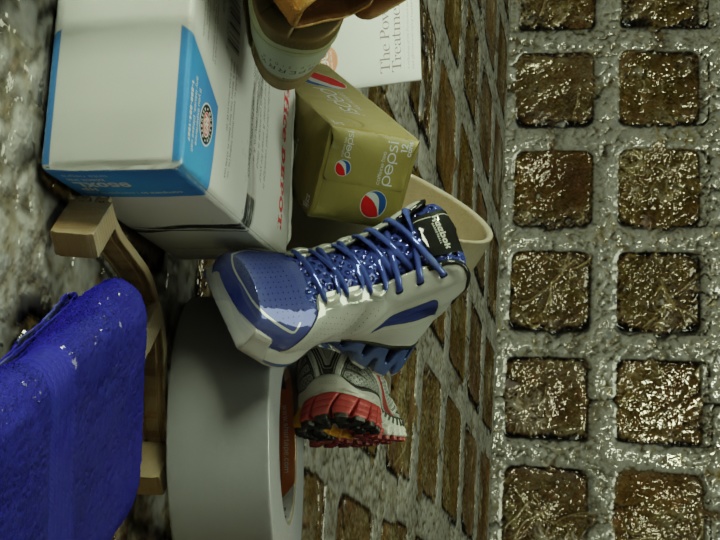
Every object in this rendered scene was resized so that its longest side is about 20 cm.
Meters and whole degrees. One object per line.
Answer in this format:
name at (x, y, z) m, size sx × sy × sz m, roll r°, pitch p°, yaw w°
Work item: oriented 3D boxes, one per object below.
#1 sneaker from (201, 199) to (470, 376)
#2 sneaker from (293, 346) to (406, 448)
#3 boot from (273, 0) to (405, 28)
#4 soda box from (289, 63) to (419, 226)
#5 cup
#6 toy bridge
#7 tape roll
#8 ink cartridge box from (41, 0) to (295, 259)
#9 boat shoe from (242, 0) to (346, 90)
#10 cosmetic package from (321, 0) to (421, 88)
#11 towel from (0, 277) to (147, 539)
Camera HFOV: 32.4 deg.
sneaker at (0.000, 0.000, 0.781) m, size 0.198 × 0.115 × 0.081 m, roll 11°, pitch 41°, yaw -54°
sneaker at (-0.006, 0.088, 0.924) m, size 0.200 × 0.077 × 0.083 m, roll 78°, pitch 9°, yaw -75°
boot at (0.002, -0.218, 0.681) m, size 0.200 × 0.145 × 0.071 m, roll -35°, pitch 172°, yaw -26°
soda box at (-0.029, -0.097, 0.882) m, size 0.200 × 0.067 × 0.065 m, roll -131°, pitch -128°, yaw -60°
cup at (-0.012, -0.005, 0.998) m, size 0.145 × 0.198 × 0.200 m, roll -66°, pitch 173°, yaw 15°
toy bridge at (-0.137, 0.042, 0.730) m, size 0.068 × 0.027 × 0.202 m, roll -74°, pitch 161°, yaw -52°
tape roll at (-0.080, 0.118, 0.836) m, size 0.200 × 0.065 × 0.204 m, roll -2°, pitch 90°, yaw -86°
ink cartridge box at (-0.104, -0.099, 0.739) m, size 0.200 × 0.083 × 0.147 m, roll 47°, pitch 44°, yaw -71°
boat shoe at (-0.040, -0.196, 0.729) m, size 0.067 × 0.073 × 0.202 m, roll 117°, pitch -17°, yaw -57°
cosmetic package at (-0.022, -0.249, 1.007) m, size 0.149 × 0.051 × 0.203 m, roll -13°, pitch 108°, yaw -35°
towel at (-0.159, 0.099, 0.593) m, size 0.200 × 0.049 × 0.150 m, roll -57°, pitch 155°, yaw -69°
